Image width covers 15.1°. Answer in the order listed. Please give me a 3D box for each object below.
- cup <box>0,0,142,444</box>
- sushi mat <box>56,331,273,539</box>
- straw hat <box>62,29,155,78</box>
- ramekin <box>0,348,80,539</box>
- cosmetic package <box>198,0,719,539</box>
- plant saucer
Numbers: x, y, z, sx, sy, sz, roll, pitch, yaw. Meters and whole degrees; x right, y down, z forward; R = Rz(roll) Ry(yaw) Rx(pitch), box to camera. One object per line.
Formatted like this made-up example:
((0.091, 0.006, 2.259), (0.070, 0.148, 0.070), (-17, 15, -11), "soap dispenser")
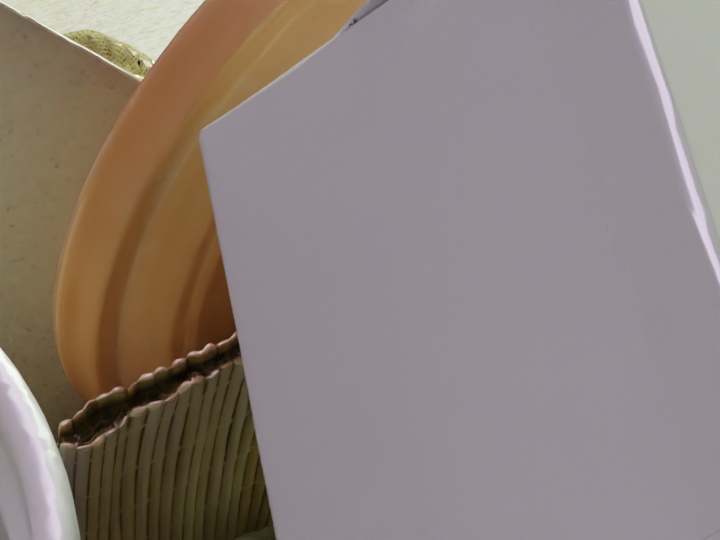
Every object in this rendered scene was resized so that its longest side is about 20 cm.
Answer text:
((-0.118, 0.001, 0.800), (0.143, 0.200, 0.200), (-61, 31, -1), "cup")
((-0.036, 0.049, 0.710), (0.096, 0.012, 0.200), (-24, -14, -13), "sushi mat")
((-0.109, -0.045, 1.046), (0.201, 0.085, 0.201), (-12, 21, 5), "straw hat")
((-0.145, 0.101, 0.599), (0.200, 0.098, 0.201), (-7, 57, 11), "ramekin")
((0.045, 0.033, 0.525), (0.113, 0.081, 0.200), (-32, 48, 26), "cosmetic package")
((0.006, -0.029, 0.715), (0.200, 0.200, 0.032), (-29, 60, -34), "plant saucer")
